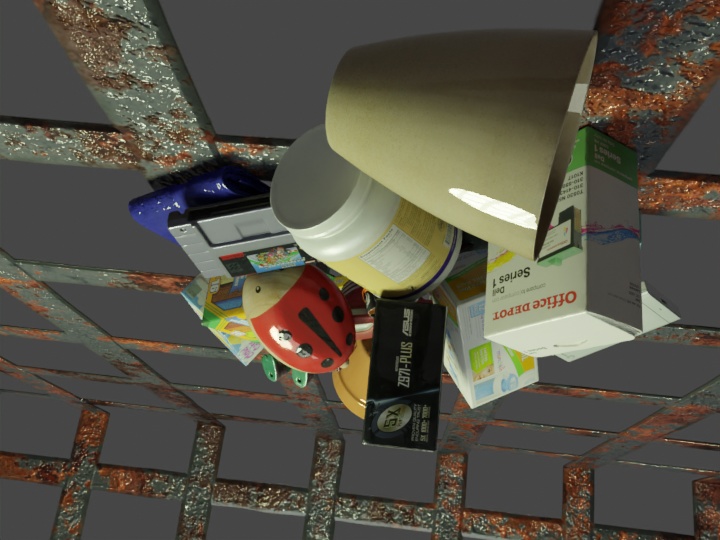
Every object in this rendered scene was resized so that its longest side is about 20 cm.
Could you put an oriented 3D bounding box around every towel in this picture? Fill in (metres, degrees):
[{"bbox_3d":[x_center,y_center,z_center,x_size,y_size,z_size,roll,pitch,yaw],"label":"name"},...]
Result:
[{"bbox_3d":[-0.196,-0.081,0.989,0.199,0.050,0.147,-11,149,36],"label":"towel"}]

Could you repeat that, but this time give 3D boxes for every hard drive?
[{"bbox_3d":[0.386,0.085,1.174,0.199,0.027,0.131,-29,142,33],"label":"hard drive"}]

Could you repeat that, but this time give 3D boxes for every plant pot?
[{"bbox_3d":[0.078,-0.126,0.631,0.198,0.189,0.188,17,162,16],"label":"plant pot"},{"bbox_3d":[0.056,0.158,1.342,0.198,0.202,0.141,9,143,-5],"label":"plant pot"}]

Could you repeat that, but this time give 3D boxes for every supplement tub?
[{"bbox_3d":[0.009,-0.061,0.827,0.144,0.147,0.200,-8,154,35],"label":"supplement tub"}]

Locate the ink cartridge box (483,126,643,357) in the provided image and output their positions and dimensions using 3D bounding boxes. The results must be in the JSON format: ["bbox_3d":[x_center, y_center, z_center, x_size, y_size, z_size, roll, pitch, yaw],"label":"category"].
[{"bbox_3d":[0.210,-0.024,0.778,0.083,0.202,0.144,19,156,-29],"label":"ink cartridge box"}]

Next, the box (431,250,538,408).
[{"bbox_3d":[0.171,0.073,1.024,0.112,0.102,0.201,-21,129,-7],"label":"box"}]

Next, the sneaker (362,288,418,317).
[{"bbox_3d":[0.000,0.000,1.033,0.198,0.113,0.078,11,159,-10],"label":"sneaker"}]

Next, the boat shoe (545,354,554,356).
[{"bbox_3d":[0.266,0.115,1.296,0.198,0.073,0.068,8,155,-7],"label":"boat shoe"}]

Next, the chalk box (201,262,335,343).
[{"bbox_3d":[-0.129,0.031,1.139,0.199,0.125,0.124,-13,152,42],"label":"chalk box"}]

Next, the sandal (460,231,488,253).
[{"bbox_3d":[0.108,-0.044,0.935,0.199,0.076,0.048,-16,-167,34],"label":"sandal"}]

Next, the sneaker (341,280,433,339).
[{"bbox_3d":[0.058,0.038,1.126,0.198,0.116,0.079,-1,140,6],"label":"sneaker"}]

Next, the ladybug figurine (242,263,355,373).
[{"bbox_3d":[-0.076,0.067,1.030,0.200,0.136,0.072,46,169,-22],"label":"ladybug figurine"}]

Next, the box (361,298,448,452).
[{"bbox_3d":[0.055,0.128,0.916,0.085,0.166,0.200,6,173,4],"label":"box"}]

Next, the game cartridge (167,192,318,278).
[{"bbox_3d":[-0.127,-0.044,0.941,0.198,0.039,0.130,-10,143,9],"label":"game cartridge"}]

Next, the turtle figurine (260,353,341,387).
[{"bbox_3d":[-0.060,0.121,1.216,0.149,0.101,0.200,-19,-171,42],"label":"turtle figurine"}]

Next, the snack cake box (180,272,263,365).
[{"bbox_3d":[-0.238,0.085,1.325,0.115,0.067,0.200,40,165,16],"label":"snack cake box"}]

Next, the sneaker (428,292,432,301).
[{"bbox_3d":[0.172,0.049,1.183,0.099,0.075,0.200,3,154,40],"label":"sneaker"}]

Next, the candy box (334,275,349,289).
[{"bbox_3d":[-0.042,0.042,1.276,0.199,0.027,0.102,-11,155,39],"label":"candy box"}]

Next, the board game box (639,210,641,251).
[{"bbox_3d":[0.289,-0.015,0.991,0.149,0.047,0.200,1,158,17],"label":"board game box"}]
